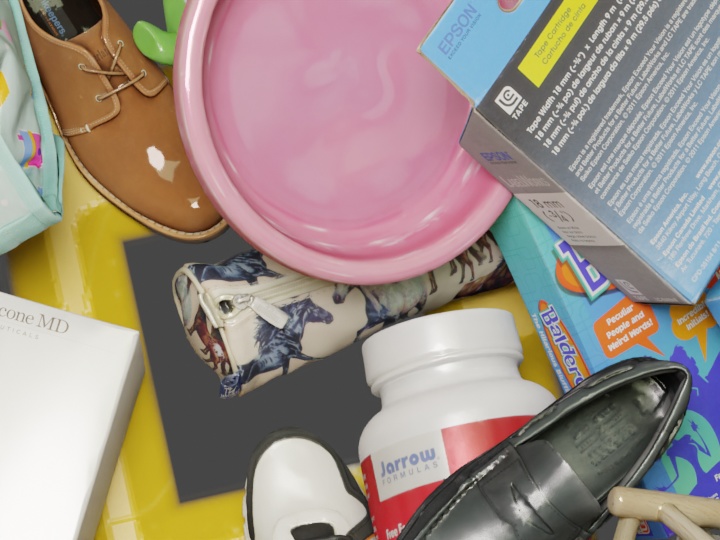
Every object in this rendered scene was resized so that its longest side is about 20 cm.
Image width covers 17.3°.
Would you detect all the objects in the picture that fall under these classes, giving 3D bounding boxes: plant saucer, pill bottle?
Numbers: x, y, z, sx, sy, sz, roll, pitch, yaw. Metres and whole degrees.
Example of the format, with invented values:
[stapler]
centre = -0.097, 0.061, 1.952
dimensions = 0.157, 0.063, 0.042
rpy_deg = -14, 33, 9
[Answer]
[plant saucer]
centre = -0.005, -0.094, 1.191
dimensions = 0.199, 0.051, 0.202
rpy_deg = -1, 92, -25
[pill bottle]
centre = 0.061, 0.127, 1.241
dimensions = 0.111, 0.112, 0.202
rpy_deg = -10, 75, -7

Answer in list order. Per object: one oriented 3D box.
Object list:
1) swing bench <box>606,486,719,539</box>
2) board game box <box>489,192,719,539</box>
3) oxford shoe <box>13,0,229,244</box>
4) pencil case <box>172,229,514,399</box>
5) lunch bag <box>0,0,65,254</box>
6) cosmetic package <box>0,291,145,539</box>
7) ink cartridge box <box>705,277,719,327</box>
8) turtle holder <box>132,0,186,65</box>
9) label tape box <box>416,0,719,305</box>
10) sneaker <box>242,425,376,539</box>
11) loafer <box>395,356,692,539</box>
[swing bench]
centre = 0.209, 0.219, 1.163
dimensions = 0.199, 0.130, 0.200
rpy_deg = 1, 113, -32
[board game box]
centre = 0.170, 0.021, 1.271
dimensions = 0.151, 0.045, 0.201
rpy_deg = -28, 95, -25
[oxford shoe]
centre = -0.140, -0.100, 1.314
dimensions = 0.071, 0.071, 0.200
rpy_deg = -37, 81, -15
[pencil case]
centre = 0.000, 0.000, 1.285
dimensions = 0.199, 0.089, 0.078
rpy_deg = -22, 93, -11
[lunch bag]
centre = -0.254, -0.075, 1.251
dimensions = 0.169, 0.122, 0.201
rpy_deg = -25, 71, 10
[cosmetic package]
centre = -0.190, 0.120, 1.238
dimensions = 0.107, 0.085, 0.202
rpy_deg = 14, 74, 1
[ink cartridge box]
centre = 0.298, -0.012, 1.199
dimensions = 0.145, 0.199, 0.084
rpy_deg = -44, 107, -38
[turtle holder]
centre = -0.019, -0.135, 1.287
dimensions = 0.185, 0.131, 0.142
rpy_deg = 21, 108, 41
[label tape box]
centre = 0.124, -0.100, 1.189
dimensions = 0.200, 0.063, 0.145
rpy_deg = 41, 76, -20
[sneaker]
centre = -0.013, 0.174, 1.239
dimensions = 0.073, 0.080, 0.201
rpy_deg = -14, 74, -7
[loafer]
centre = 0.085, 0.108, 1.154
dimensions = 0.200, 0.070, 0.068
rpy_deg = -39, 85, -24
